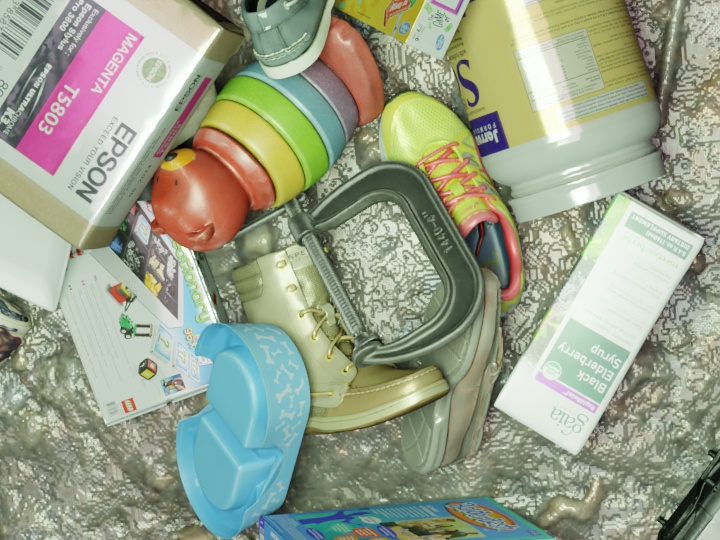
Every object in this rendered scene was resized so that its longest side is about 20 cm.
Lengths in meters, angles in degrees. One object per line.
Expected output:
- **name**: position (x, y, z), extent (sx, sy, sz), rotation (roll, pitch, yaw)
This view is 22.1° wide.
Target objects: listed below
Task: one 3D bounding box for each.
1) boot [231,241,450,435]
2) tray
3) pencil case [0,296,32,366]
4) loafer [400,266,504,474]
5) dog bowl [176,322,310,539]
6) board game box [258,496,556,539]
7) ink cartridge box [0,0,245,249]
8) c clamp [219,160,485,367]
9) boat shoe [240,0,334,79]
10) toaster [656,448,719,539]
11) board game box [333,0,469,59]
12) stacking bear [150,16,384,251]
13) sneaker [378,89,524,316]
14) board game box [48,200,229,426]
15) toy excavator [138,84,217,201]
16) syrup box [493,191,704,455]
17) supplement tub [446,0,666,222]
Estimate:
- **boot**: position (-0.022, 0.049, 1.479), extent (0.200, 0.073, 0.156), rotation (-12, 90, 48)
- **tray**: position (-0.273, -0.061, 1.488), extent (0.107, 0.022, 0.200), rotation (25, 132, 5)
- **pencil case**: position (-0.360, 0.095, 1.556), extent (0.078, 0.089, 0.200), rotation (38, 98, 4)
- **loafer**: position (0.083, 0.076, 1.474), extent (0.063, 0.072, 0.200), rotation (-6, 130, -27)
- **dog bowl**: position (-0.094, 0.126, 1.493), extent (0.112, 0.049, 0.200), rotation (49, 137, 36)
- **board game box**: position (0.034, 0.220, 1.445), extent (0.199, 0.152, 0.045), rotation (-3, 96, -15)
- **ink cartridge box**: position (-0.210, -0.142, 1.370), extent (0.165, 0.075, 0.200), rotation (35, 97, 6)
- **c clamp**: position (0.000, 0.000, 1.434), extent (0.171, 0.027, 0.200), rotation (-36, 57, 1)
- **boat shoe**: position (-0.055, -0.234, 1.436), extent (0.073, 0.200, 0.062), rotation (-16, 132, 22)
- **toaster**: position (0.314, 0.183, 1.412), extent (0.119, 0.200, 0.181), rotation (36, 98, 8)
- **board game box**: position (0.039, -0.247, 1.418), extent (0.034, 0.200, 0.135), rotation (21, 98, -26)
- **stacking bear**: position (-0.084, -0.098, 1.446), extent (0.200, 0.121, 0.114), rotation (-46, 129, -21)
- **sneaker**: position (0.081, -0.056, 1.472), extent (0.078, 0.090, 0.200), rotation (-30, 92, -5)
- **board game box**: position (-0.189, 0.016, 1.551), extent (0.126, 0.035, 0.201), rotation (-20, 92, 10)
- **toy excavator**: position (-0.232, -0.131, 1.509), extent (0.194, 0.200, 0.100), rotation (-36, 131, -26)
- **syrup box**: position (0.190, 0.040, 1.475), extent (0.079, 0.081, 0.200), rotation (30, 97, 5)
- **supplement tub**: position (0.148, -0.151, 1.432), extent (0.145, 0.145, 0.201), rotation (-18, 92, 9)
